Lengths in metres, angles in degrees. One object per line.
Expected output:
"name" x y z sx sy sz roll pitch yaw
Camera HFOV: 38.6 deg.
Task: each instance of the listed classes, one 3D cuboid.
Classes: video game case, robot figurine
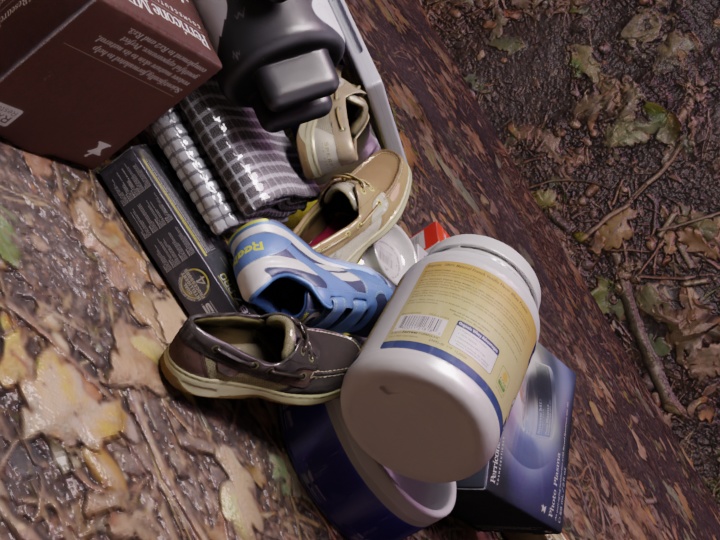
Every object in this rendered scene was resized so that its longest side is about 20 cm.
"video game case" 0.006 -0.221 1.200 0.200 0.022 0.183 66 2 -60
"robot figurine" -0.091 -0.228 0.928 0.124 0.150 0.202 -7 69 -54

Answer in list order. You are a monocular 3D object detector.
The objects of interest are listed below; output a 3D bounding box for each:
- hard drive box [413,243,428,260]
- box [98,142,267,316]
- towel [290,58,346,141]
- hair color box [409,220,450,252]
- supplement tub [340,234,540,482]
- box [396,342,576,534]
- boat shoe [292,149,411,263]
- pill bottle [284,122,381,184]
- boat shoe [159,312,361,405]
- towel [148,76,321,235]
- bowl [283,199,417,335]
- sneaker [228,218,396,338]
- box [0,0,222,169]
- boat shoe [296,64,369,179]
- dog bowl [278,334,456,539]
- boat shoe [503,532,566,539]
"hard drive box" 0.093 0.086 1.310 0.200 0.076 0.157 37 43 -46
"box" -0.148 -0.032 0.996 0.201 0.049 0.161 57 16 -2
"towel" -0.062 -0.243 1.153 0.201 0.049 0.149 63 30 -45
"hair color box" 0.123 0.041 1.464 0.200 0.110 0.064 48 22 -25
"supplement tub" 0.080 0.073 0.928 0.145 0.144 0.200 51 42 -17
"box" 0.150 0.180 1.181 0.198 0.122 0.202 36 56 -46
"boat shoe" -0.011 -0.062 1.060 0.201 0.073 0.067 -57 145 -31
"pill bottle" -0.059 -0.183 1.309 0.200 0.116 0.116 41 23 -15
"boat shoe" -0.071 0.071 0.886 0.199 0.065 0.073 1 44 -39
"towel" -0.120 -0.124 1.013 0.166 0.085 0.200 57 16 2
"bowl" 0.000 0.000 1.145 0.199 0.107 0.202 31 46 -39
"sneaker" -0.038 0.029 0.971 0.199 0.074 0.083 24 34 -29
"box" -0.252 -0.226 0.859 0.166 0.163 0.201 18 42 -62
"boat shoe" -0.020 -0.164 1.088 0.201 0.064 0.073 -79 155 -55
"dog bowl" 0.009 0.169 1.022 0.200 0.078 0.201 48 21 -25
"boat shoe" 0.240 0.363 1.307 0.064 0.071 0.201 13 46 -63
